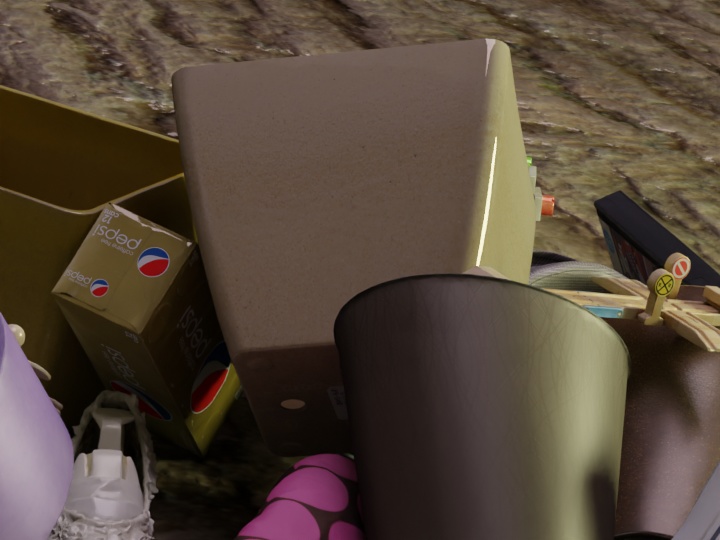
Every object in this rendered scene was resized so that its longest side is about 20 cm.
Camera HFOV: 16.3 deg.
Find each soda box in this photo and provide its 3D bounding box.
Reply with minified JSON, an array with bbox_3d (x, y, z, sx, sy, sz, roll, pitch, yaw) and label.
[{"bbox_3d":[-0.123,0.040,1.531,0.064,0.068,0.200,24,-19,19],"label":"soda box"}]

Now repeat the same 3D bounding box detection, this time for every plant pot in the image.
[{"bbox_3d":[-0.225,0.001,1.595,0.199,0.177,0.200,17,18,19],"label":"plant pot"},{"bbox_3d":[0.182,0.138,1.474,0.186,0.188,0.200,14,31,8],"label":"plant pot"},{"bbox_3d":[0.000,0.000,1.495,0.199,0.200,0.178,-4,59,7],"label":"plant pot"}]

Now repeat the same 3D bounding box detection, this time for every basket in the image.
[{"bbox_3d":[0.067,0.126,1.340,0.180,0.136,0.201,23,50,-28],"label":"basket"}]

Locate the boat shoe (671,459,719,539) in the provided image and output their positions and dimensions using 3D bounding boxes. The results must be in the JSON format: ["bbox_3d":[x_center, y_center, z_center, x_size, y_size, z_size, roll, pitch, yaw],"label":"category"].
[{"bbox_3d":[0.188,0.169,1.323,0.067,0.201,0.074,30,5,18],"label":"boat shoe"}]

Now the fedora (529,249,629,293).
[{"bbox_3d":[0.143,0.054,1.661,0.199,0.178,0.090,9,-27,-26],"label":"fedora"}]

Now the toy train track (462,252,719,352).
[{"bbox_3d":[0.142,0.009,1.423,0.199,0.033,0.115,4,18,-34],"label":"toy train track"}]

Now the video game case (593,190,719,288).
[{"bbox_3d":[0.226,0.059,1.718,0.025,0.181,0.200,-22,25,-8],"label":"video game case"}]

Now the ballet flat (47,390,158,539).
[{"bbox_3d":[-0.151,0.122,1.454,0.071,0.072,0.200,9,18,-7],"label":"ballet flat"}]

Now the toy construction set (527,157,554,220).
[{"bbox_3d":[0.080,-0.095,2.225,0.199,0.093,0.131,20,-7,2],"label":"toy construction set"}]

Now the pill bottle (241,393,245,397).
[{"bbox_3d":[0.004,0.044,1.713,0.199,0.112,0.111,2,20,-28],"label":"pill bottle"}]

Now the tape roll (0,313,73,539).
[{"bbox_3d":[-0.250,0.099,1.263,0.199,0.085,0.200,-16,37,13],"label":"tape roll"}]

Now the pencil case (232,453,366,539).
[{"bbox_3d":[-0.046,0.172,1.332,0.091,0.094,0.200,52,24,1],"label":"pencil case"}]

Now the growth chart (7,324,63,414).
[{"bbox_3d":[-0.235,0.071,1.421,0.144,0.018,0.200,9,-26,5],"label":"growth chart"}]

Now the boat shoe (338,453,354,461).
[{"bbox_3d":[0.017,0.032,1.624,0.068,0.201,0.057,26,-28,-19],"label":"boat shoe"}]
